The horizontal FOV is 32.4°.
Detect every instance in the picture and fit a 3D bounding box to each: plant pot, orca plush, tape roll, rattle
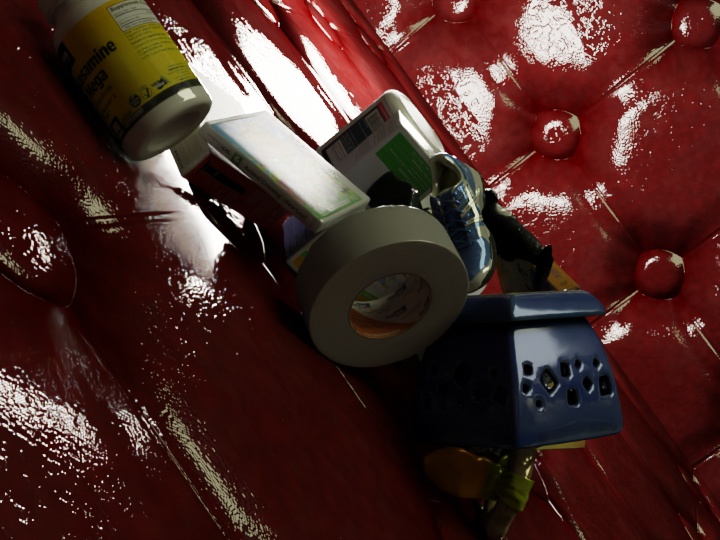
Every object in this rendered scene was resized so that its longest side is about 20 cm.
[{"bbox_3d":[0.191,0.117,1.536,0.198,0.199,0.183,-1,88,-38],"label":"plant pot"},{"bbox_3d":[0.172,-0.034,1.629,0.200,0.070,0.106,50,-21,41],"label":"orca plush"},{"bbox_3d":[0.025,0.021,1.458,0.200,0.200,0.067,39,19,-43],"label":"tape roll"},{"bbox_3d":[0.152,0.245,1.584,0.201,0.141,0.132,-73,169,-64],"label":"rattle"}]

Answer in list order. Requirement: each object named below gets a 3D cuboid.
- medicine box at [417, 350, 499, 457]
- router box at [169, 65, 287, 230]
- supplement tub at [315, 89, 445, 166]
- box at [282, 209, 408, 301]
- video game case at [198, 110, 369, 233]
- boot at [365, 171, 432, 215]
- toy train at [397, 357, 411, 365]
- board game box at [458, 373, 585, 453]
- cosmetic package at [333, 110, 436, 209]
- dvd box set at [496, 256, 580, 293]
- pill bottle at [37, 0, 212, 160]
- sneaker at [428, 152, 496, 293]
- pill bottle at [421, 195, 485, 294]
[{"bbox_3d":[0.174,0.149,1.832,0.182,0.103,0.201,41,19,-40],"label":"medicine box"},{"bbox_3d":[-0.184,-0.166,1.546,0.179,0.049,0.201,34,24,-53],"label":"router box"},{"bbox_3d":[0.016,-0.160,1.862,0.141,0.199,0.141,48,15,-17],"label":"supplement tub"},{"bbox_3d":[0.000,0.000,1.628,0.200,0.101,0.113,46,14,-25],"label":"box"},{"bbox_3d":[-0.086,-0.124,1.495,0.182,0.022,0.200,40,19,6],"label":"video game case"},{"bbox_3d":[0.088,-0.039,1.635,0.168,0.076,0.200,44,8,-17],"label":"boot"},{"bbox_3d":[0.041,0.064,1.755,0.046,0.034,0.201,32,22,-23],"label":"toy train"},{"bbox_3d":[0.227,0.178,1.702,0.197,0.138,0.034,2,5,-28],"label":"board game box"},{"bbox_3d":[0.015,-0.115,1.752,0.108,0.200,0.085,45,14,-16],"label":"cosmetic package"},{"bbox_3d":[0.243,0.026,1.693,0.200,0.029,0.148,52,-16,48],"label":"dvd box set"},{"bbox_3d":[-0.257,-0.229,1.330,0.201,0.112,0.112,54,14,6],"label":"pill bottle"},{"bbox_3d":[0.119,-0.060,1.558,0.077,0.075,0.202,37,34,-44],"label":"sneaker"},{"bbox_3d":[0.134,-0.045,1.853,0.201,0.111,0.113,68,-2,-49],"label":"pill bottle"}]
